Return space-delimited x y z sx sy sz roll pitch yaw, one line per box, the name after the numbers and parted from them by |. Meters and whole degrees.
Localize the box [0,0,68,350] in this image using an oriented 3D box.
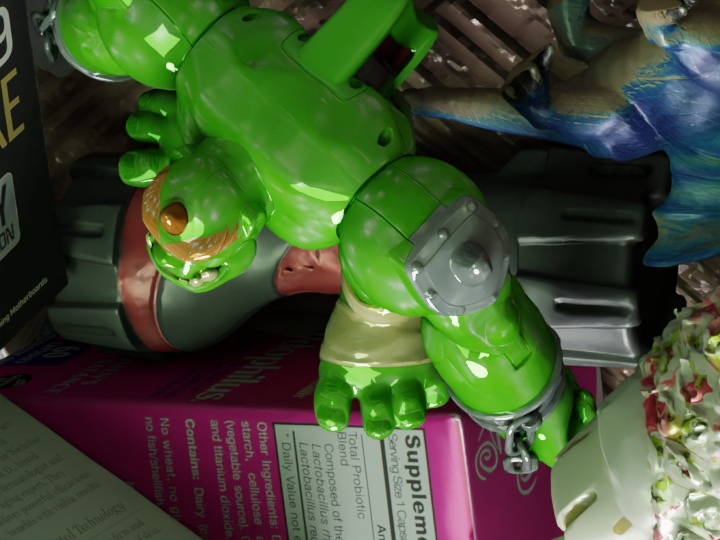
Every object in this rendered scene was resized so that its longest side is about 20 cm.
-0.162 -0.007 0.802 0.050 0.200 0.158 18 133 24 | box

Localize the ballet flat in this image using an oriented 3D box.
0.083 0.075 0.813 0.064 0.076 0.200 -2 143 -1 | ballet flat

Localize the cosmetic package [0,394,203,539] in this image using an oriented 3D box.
-0.116 0.106 0.901 0.200 0.074 0.102 32 117 16 | cosmetic package

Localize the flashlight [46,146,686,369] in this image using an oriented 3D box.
0.000 0.000 0.895 0.199 0.068 0.068 5 136 27 | flashlight

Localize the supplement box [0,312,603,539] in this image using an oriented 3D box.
-0.027 0.075 0.943 0.199 0.101 0.104 2 106 29 | supplement box

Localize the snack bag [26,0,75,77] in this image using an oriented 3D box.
-0.128 -0.149 0.841 0.200 0.021 0.188 37 140 -12 | snack bag

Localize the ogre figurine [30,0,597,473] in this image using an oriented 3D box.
-0.017 -0.030 0.803 0.201 0.098 0.120 62 175 18 | ogre figurine

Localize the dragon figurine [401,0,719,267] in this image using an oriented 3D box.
0.094 -0.041 0.801 0.200 0.059 0.099 -24 119 43 | dragon figurine

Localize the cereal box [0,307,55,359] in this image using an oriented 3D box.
-0.184 -0.001 1.025 0.143 0.040 0.200 -1 133 33 | cereal box
